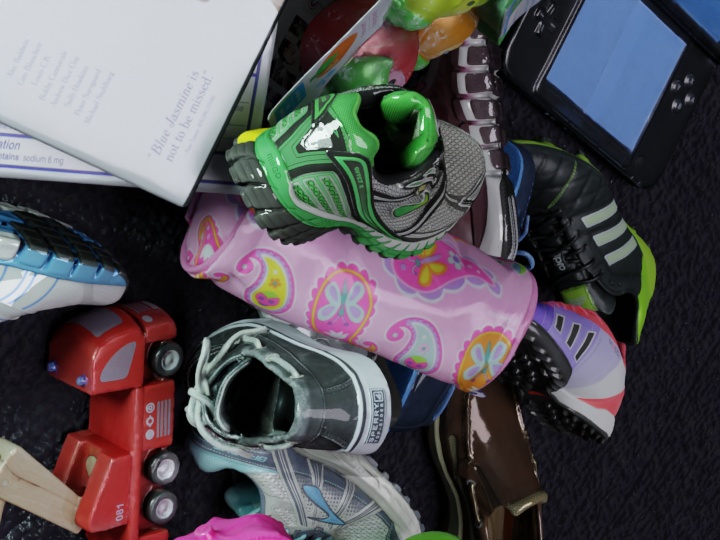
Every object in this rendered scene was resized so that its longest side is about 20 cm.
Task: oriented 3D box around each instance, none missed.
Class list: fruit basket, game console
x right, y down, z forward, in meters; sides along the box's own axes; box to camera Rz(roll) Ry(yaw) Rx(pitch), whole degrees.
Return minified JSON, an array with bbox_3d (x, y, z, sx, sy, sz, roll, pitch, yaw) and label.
[{"bbox_3d":[0.027,-0.134,1.359,0.200,0.094,0.185,-51,176,-6],"label":"fruit basket"},{"bbox_3d":[0.210,-0.154,1.622,0.200,0.119,0.173,34,80,-45],"label":"game console"}]

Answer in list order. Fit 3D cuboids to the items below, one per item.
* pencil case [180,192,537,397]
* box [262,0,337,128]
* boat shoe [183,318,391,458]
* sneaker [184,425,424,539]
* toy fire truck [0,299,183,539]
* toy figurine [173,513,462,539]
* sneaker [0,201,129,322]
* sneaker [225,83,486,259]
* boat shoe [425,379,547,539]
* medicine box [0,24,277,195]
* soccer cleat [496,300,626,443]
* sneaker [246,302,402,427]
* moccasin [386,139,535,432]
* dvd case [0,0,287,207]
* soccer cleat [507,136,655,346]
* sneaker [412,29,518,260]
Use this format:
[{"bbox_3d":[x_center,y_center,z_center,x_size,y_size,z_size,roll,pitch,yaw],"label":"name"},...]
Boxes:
[{"bbox_3d":[0.000,0.000,1.380,0.200,0.087,0.088,22,89,-25],"label":"pencil case"},{"bbox_3d":[-0.066,-0.141,1.416,0.200,0.036,0.145,35,80,-47],"label":"box"},{"bbox_3d":[-0.061,0.069,1.368,0.068,0.199,0.074,1,99,-30],"label":"boat shoe"},{"bbox_3d":[-0.038,0.132,1.529,0.086,0.078,0.200,-46,127,-5],"label":"sneaker"},{"bbox_3d":[-0.171,0.122,1.399,0.141,0.049,0.201,-11,112,-41],"label":"toy fire truck"},{"bbox_3d":[-0.047,0.222,1.441,0.184,0.150,0.200,24,83,-32],"label":"toy figurine"},{"bbox_3d":[-0.215,0.010,1.309,0.200,0.075,0.087,7,108,-39],"label":"sneaker"},{"bbox_3d":[0.018,-0.054,1.291,0.200,0.085,0.078,-7,71,-62],"label":"sneaker"},{"bbox_3d":[0.095,0.137,1.646,0.075,0.075,0.203,-26,122,-36],"label":"boat shoe"},{"bbox_3d":[-0.140,-0.149,1.260,0.182,0.103,0.201,4,102,-28],"label":"medicine box"},{"bbox_3d":[0.123,0.046,1.578,0.200,0.068,0.073,45,62,-58],"label":"soccer cleat"},{"bbox_3d":[0.003,0.011,1.467,0.115,0.075,0.200,-33,130,7],"label":"sneaker"},{"bbox_3d":[0.055,0.008,1.573,0.068,0.080,0.200,14,109,-51],"label":"moccasin"},{"bbox_3d":[-0.135,-0.132,1.197,0.200,0.018,0.143,25,93,-30],"label":"dvd case"},{"bbox_3d":[0.140,-0.018,1.631,0.200,0.067,0.081,42,46,-45],"label":"soccer cleat"},{"bbox_3d":[0.028,-0.093,1.496,0.076,0.115,0.201,20,63,-79],"label":"sneaker"}]
